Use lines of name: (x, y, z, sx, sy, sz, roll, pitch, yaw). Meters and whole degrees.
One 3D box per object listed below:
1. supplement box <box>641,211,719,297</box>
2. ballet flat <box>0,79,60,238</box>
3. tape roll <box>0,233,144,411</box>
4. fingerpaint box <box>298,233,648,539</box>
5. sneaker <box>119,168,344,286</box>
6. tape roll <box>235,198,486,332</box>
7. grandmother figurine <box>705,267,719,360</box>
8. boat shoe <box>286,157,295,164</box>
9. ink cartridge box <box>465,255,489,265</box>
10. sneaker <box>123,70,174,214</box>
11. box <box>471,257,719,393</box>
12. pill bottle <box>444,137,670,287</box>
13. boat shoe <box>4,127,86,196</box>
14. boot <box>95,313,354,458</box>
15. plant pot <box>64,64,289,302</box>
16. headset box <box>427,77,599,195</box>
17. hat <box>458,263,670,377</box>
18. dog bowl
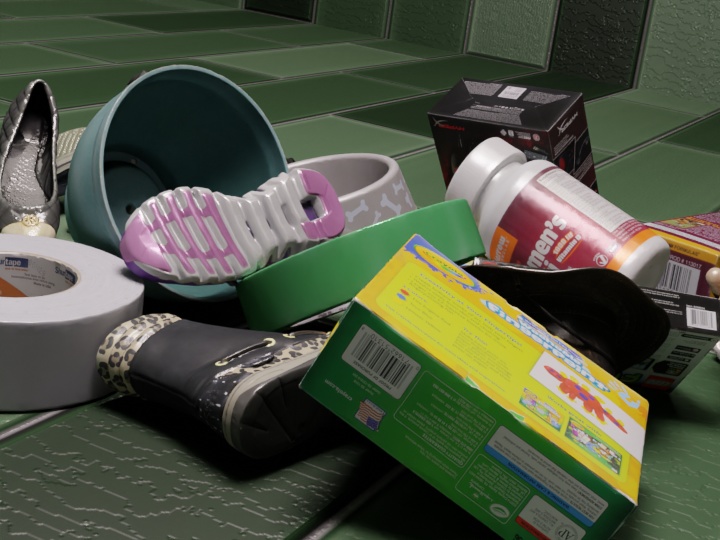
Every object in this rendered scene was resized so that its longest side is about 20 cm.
supplement box: (0.365, -0.001, 1.276, 0.199, 0.087, 0.110, -8, 23, -42)
ballet flat: (-0.321, -0.099, 1.198, 0.066, 0.057, 0.202, 4, 52, -21)
tape roll: (-0.260, 0.032, 0.915, 0.198, 0.067, 0.201, 8, 17, -3)
fingerpaint box: (0.079, 0.080, 0.791, 0.199, 0.074, 0.167, 36, 21, 3)
sneaker: (-0.108, -0.021, 0.999, 0.199, 0.081, 0.088, -14, -14, -41)
tape roll: (0.000, 0.000, 0.995, 0.198, 0.049, 0.200, -21, -2, -1)
grandmother figurine: (0.332, 0.054, 1.062, 0.060, 0.123, 0.200, -15, -8, 12)
boat shoe: (-0.087, -0.101, 1.435, 0.199, 0.064, 0.074, 6, 19, -2)
ink cartridge box: (0.086, 0.005, 1.204, 0.197, 0.048, 0.198, 3, 17, -8)
sneaker: (-0.229, -0.104, 1.197, 0.079, 0.201, 0.074, -21, 62, -41)
box: (0.173, 0.046, 0.993, 0.197, 0.110, 0.035, 10, 60, -6)
pill bottle: (0.180, -0.034, 1.171, 0.199, 0.110, 0.109, 38, 29, 24)
boat shoe: (-0.338, -0.088, 1.277, 0.074, 0.063, 0.199, 26, 40, 35)
boot: (-0.071, 0.065, 0.890, 0.152, 0.074, 0.203, 16, 17, 33)
plant pot: (-0.177, -0.063, 1.094, 0.199, 0.203, 0.133, -9, -3, -44)
headset box: (0.167, -0.090, 1.301, 0.148, 0.202, 0.075, 15, 46, 37)
hat: (0.129, 0.071, 0.926, 0.198, 0.201, 0.082, 5, 61, 3)
dog bowl: (-0.043, -0.062, 1.231, 0.198, 0.059, 0.200, -10, 19, 4)
